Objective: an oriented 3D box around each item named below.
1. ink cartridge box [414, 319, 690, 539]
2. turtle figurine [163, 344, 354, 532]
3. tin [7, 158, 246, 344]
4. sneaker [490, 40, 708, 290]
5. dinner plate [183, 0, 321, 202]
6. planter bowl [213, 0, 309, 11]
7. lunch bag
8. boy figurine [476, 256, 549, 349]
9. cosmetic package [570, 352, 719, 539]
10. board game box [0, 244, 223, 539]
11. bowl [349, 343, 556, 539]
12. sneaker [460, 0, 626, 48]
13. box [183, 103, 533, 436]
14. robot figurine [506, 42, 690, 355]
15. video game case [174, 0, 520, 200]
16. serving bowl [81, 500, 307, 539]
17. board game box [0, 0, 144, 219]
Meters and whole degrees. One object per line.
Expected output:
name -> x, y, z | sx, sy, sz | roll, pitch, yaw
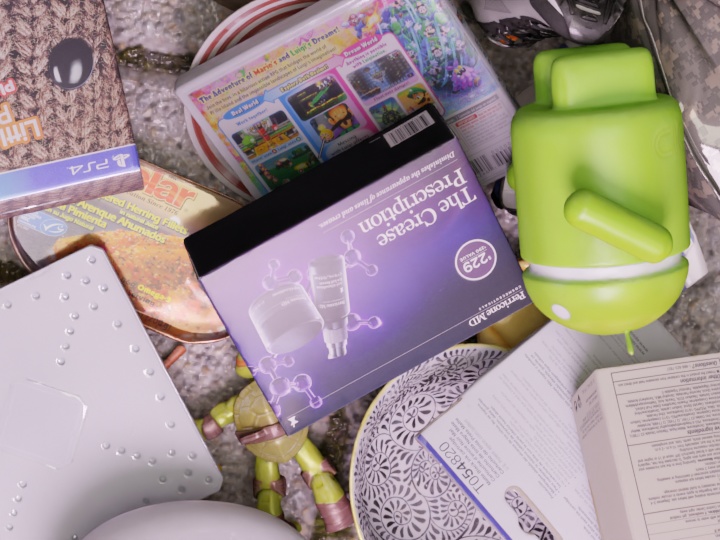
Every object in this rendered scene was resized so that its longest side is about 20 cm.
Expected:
ink cartridge box -> 0.169, 0.133, 1.595 | 0.200, 0.041, 0.200 | -37, 80, -20
turtle figurine -> -0.051, 0.114, 1.662 | 0.199, 0.064, 0.162 | -20, 100, -4
tin -> -0.157, -0.022, 1.644 | 0.199, 0.042, 0.113 | 24, 98, -9
sneaker -> 0.161, -0.055, 1.658 | 0.115, 0.081, 0.200 | -32, 85, 5
dinner plate -> -0.026, -0.122, 1.618 | 0.199, 0.024, 0.201 | 0, 129, 0
planter bowl -> -0.048, -0.273, 1.574 | 0.199, 0.135, 0.202 | -1, 97, -7
lunch bag -> 0.241, -0.146, 1.612 | 0.117, 0.164, 0.201 | -32, 102, -2
boy figurine -> 0.139, 0.035, 1.677 | 0.200, 0.064, 0.125 | 38, 94, -14
cosmetic package -> 0.216, 0.164, 1.531 | 0.104, 0.071, 0.201 | -5, 71, -12
board game box -> -0.227, 0.106, 1.636 | 0.199, 0.026, 0.201 | -25, 102, 10
bowl -> 0.067, 0.156, 1.654 | 0.199, 0.094, 0.202 | 3, 83, -23
sneaker -> 0.123, -0.184, 1.582 | 0.074, 0.200, 0.080 | 15, 105, -21
box -> 0.000, 0.000, 1.571 | 0.199, 0.079, 0.142 | -29, 117, 0
robot figurine -> 0.162, -0.048, 1.525 | 0.115, 0.175, 0.201 | -8, 102, -12
video game case -> 0.001, -0.108, 1.597 | 0.199, 0.024, 0.182 | -26, 122, 18
serving bowl -> -0.121, 0.215, 1.627 | 0.199, 0.200, 0.066 | 0, 59, -7
board game box -> -0.247, -0.141, 1.565 | 0.158, 0.097, 0.201 | -13, 86, -5
